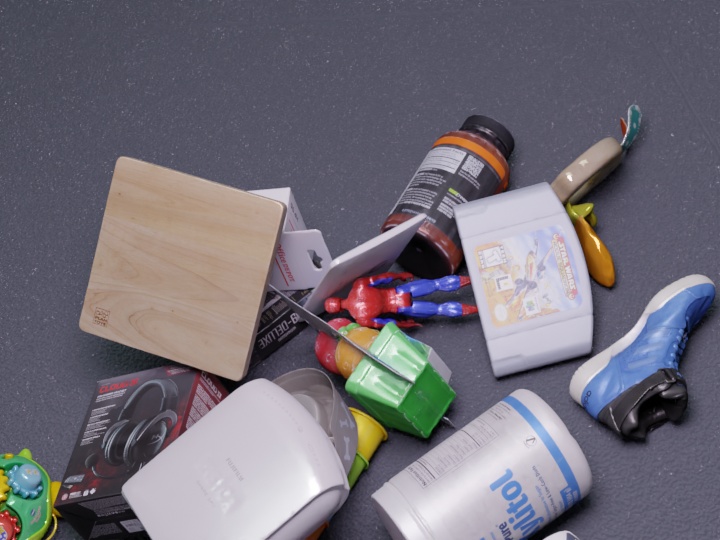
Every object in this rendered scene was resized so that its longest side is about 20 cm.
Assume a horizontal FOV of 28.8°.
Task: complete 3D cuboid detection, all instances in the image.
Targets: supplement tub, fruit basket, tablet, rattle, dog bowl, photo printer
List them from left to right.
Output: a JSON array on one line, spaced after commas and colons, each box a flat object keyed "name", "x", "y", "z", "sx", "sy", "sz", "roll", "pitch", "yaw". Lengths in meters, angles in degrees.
[{"name": "photo printer", "x": -0.118, "y": 0.216, "z": 1.389, "sx": 0.199, "sy": 0.070, "sz": 0.167, "roll": -39, "pitch": 57, "yaw": -3}, {"name": "dog bowl", "x": -0.084, "y": 0.204, "z": 1.511, "sx": 0.199, "sy": 0.059, "sz": 0.201, "roll": -33, "pitch": 31, "yaw": 24}, {"name": "tablet", "x": 0.000, "y": 0.000, "z": 1.598, "sx": 0.129, "sy": 0.200, "sz": 0.014, "roll": -28, "pitch": 80, "yaw": -22}, {"name": "fruit basket", "x": 0.006, "y": 0.091, "z": 1.540, "sx": 0.094, "sy": 0.185, "sz": 0.200, "roll": -48, "pitch": 56, "yaw": -5}, {"name": "supplement tub", "x": 0.113, "y": -0.093, "z": 1.695, "sx": 0.106, "sy": 0.107, "sz": 0.201, "roll": 19, "pitch": 61, "yaw": 27}, {"name": "supplement tub", "x": 0.125, "y": 0.227, "z": 1.439, "sx": 0.199, "sy": 0.132, "sz": 0.132, "roll": -35, "pitch": 53, "yaw": -10}, {"name": "rattle", "x": 0.308, "y": -0.095, "z": 1.668, "sx": 0.142, "sy": 0.131, "sz": 0.199, "roll": 38, "pitch": 44, "yaw": 23}]

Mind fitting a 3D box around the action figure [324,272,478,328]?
[{"name": "action figure", "x": 0.055, "y": 0.034, "z": 1.612, "sx": 0.198, "sy": 0.052, "sz": 0.066, "roll": -3, "pitch": 92, "yaw": -16}]

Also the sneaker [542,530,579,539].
[{"name": "sneaker", "x": 0.168, "y": 0.356, "z": 1.363, "sx": 0.198, "sy": 0.080, "sz": 0.130, "roll": -27, "pitch": 43, "yaw": -18}]

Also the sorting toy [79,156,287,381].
[{"name": "sorting toy", "x": -0.190, "y": -0.005, "z": 1.562, "sx": 0.198, "sy": 0.070, "sz": 0.201, "roll": 17, "pitch": 98, "yaw": 12}]

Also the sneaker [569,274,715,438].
[{"name": "sneaker", "x": 0.331, "y": 0.099, "z": 1.507, "sx": 0.199, "sy": 0.077, "sz": 0.111, "roll": -38, "pitch": 48, "yaw": -8}]

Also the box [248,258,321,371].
[{"name": "box", "x": -0.145, "y": 0.013, "z": 1.724, "sx": 0.157, "sy": 0.050, "sz": 0.200, "roll": -38, "pitch": 54, "yaw": -13}]

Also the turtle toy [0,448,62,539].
[{"name": "turtle toy", "x": -0.418, "y": 0.284, "z": 1.567, "sx": 0.144, "sy": 0.101, "sz": 0.201, "roll": 8, "pitch": 57, "yaw": 21}]

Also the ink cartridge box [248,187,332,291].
[{"name": "ink cartridge box", "x": -0.126, "y": -0.033, "z": 1.646, "sx": 0.197, "sy": 0.116, "sz": 0.068, "roll": -3, "pitch": 55, "yaw": 13}]

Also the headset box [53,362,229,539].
[{"name": "headset box", "x": -0.238, "y": 0.192, "z": 1.566, "sx": 0.147, "sy": 0.078, "sz": 0.201, "roll": -13, "pitch": 42, "yaw": 24}]

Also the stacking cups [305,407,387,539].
[{"name": "stacking cups", "x": -0.044, "y": 0.244, "z": 1.517, "sx": 0.060, "sy": 0.061, "sz": 0.201, "roll": 20, "pitch": 62, "yaw": 27}]

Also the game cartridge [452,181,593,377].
[{"name": "game cartridge", "x": 0.190, "y": 0.008, "z": 1.585, "sx": 0.132, "sy": 0.042, "sz": 0.202, "roll": -15, "pitch": 82, "yaw": 9}]
